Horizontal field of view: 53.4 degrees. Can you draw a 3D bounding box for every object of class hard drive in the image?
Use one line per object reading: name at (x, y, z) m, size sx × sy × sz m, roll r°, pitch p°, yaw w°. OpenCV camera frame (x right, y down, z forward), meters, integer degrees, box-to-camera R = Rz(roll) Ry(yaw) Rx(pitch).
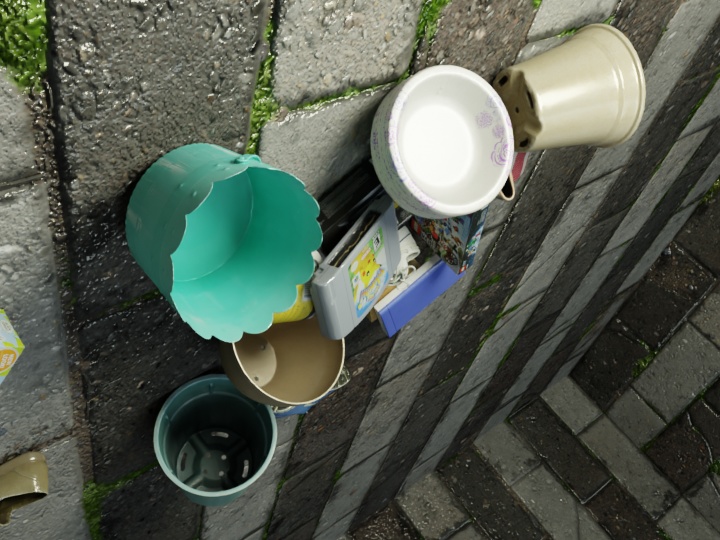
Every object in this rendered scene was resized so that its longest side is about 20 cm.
hard drive at (0.116, 0.036, 1.365) m, size 0.199 × 0.025 × 0.132 m, roll -39°, pitch 154°, yaw -8°

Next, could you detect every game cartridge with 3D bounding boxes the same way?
game cartridge at (0.000, 0.000, 1.050) m, size 0.201 × 0.040 × 0.134 m, roll -52°, pitch 150°, yaw -34°

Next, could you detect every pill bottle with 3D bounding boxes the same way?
pill bottle at (-0.152, 0.021, 0.994) m, size 0.198 × 0.112 × 0.112 m, roll -3°, pitch 136°, yaw -40°

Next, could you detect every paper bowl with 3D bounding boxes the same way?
paper bowl at (0.107, -0.174, 1.005) m, size 0.199 × 0.203 × 0.104 m, roll -32°, pitch -170°, yaw -19°

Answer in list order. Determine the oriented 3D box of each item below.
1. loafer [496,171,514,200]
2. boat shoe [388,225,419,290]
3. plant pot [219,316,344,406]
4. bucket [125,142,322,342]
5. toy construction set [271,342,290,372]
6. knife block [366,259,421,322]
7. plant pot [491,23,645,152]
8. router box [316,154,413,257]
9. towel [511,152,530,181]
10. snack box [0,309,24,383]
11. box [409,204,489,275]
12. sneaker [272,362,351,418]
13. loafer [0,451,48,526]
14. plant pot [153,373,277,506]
loafer at (0.205, -0.199, 1.143) m, size 0.071 × 0.063 × 0.201 m, roll -34°, pitch 126°, yaw -8°
boat shoe at (0.057, -0.006, 1.218) m, size 0.074 × 0.086 × 0.202 m, roll -39°, pitch -179°, yaw 27°
plant pot at (-0.141, 0.124, 1.122) m, size 0.199 × 0.203 × 0.134 m, roll -17°, pitch 170°, yaw -41°
bucket at (-0.157, -0.040, 0.816) m, size 0.206 × 0.134 × 0.210 m, roll -25°, pitch 130°, yaw -33°
toy construction set at (-0.090, 0.135, 1.294) m, size 0.133 × 0.091 × 0.200 m, roll -65°, pitch 164°, yaw -8°
knife block at (0.035, 0.009, 1.309) m, size 0.199 × 0.064 × 0.176 m, roll -35°, pitch 154°, yaw -16°
plant pot at (0.317, -0.277, 1.157) m, size 0.181 × 0.202 × 0.202 m, roll -18°, pitch 148°, yaw -20°
router box at (0.013, -0.098, 1.124) m, size 0.199 × 0.052 × 0.157 m, roll -41°, pitch 155°, yaw -5°
towel at (0.271, -0.201, 1.295) m, size 0.199 × 0.023 × 0.146 m, roll -37°, pitch 149°, yaw -45°
snack box at (-0.481, 0.117, 0.735) m, size 0.169 × 0.068 × 0.199 m, roll -51°, pitch 155°, yaw 17°
box at (0.147, -0.101, 1.215) m, size 0.037 × 0.137 × 0.201 m, roll -32°, pitch 153°, yaw -22°
sneaker at (-0.111, 0.242, 1.468) m, size 0.198 × 0.079 × 0.090 m, roll -21°, pitch 156°, yaw -23°
loafer at (-0.528, 0.330, 0.997) m, size 0.199 × 0.068 × 0.076 m, roll -32°, pitch 153°, yaw -21°
plant pot at (-0.252, 0.313, 1.244) m, size 0.199 × 0.201 × 0.197 m, roll -28°, pitch 159°, yaw -26°
